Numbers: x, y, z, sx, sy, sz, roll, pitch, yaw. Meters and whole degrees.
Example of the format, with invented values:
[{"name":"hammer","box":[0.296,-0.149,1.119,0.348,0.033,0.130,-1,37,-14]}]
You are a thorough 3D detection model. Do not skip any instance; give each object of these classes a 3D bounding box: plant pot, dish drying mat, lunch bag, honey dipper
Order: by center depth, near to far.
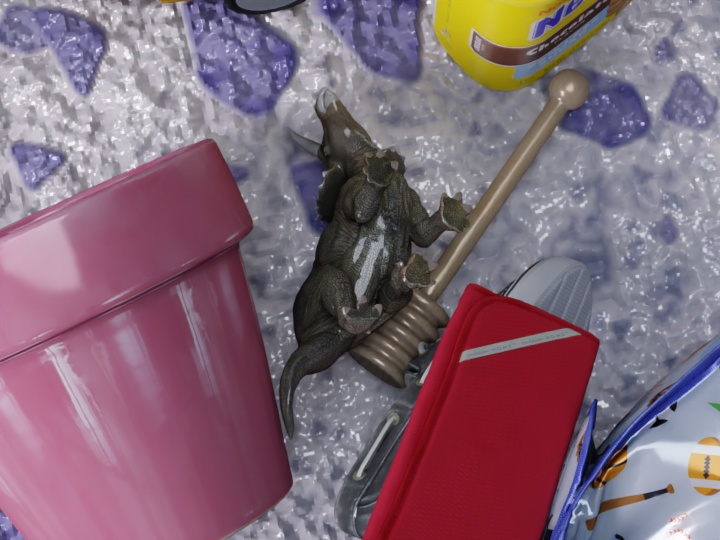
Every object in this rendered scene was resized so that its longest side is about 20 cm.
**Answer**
[{"name":"dish drying mat","box":[0.057,0.088,1.028,0.077,0.018,0.200,26,46,-2]},{"name":"lunch bag","box":[0.164,0.110,1.084,0.200,0.170,0.124,-39,79,-6]},{"name":"plant pot","box":[-0.127,0.054,1.095,0.200,0.200,0.179,-25,95,-4]},{"name":"honey dipper","box":[0.063,-0.028,1.179,0.038,0.038,0.200,33,80,6]}]

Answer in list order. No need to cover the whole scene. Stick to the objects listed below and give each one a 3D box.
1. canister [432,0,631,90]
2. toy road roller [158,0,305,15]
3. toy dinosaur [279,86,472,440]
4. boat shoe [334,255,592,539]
[{"name":"canister","box":[0.104,-0.177,1.123,0.148,0.200,0.087,-41,82,-7]},{"name":"toy road roller","box":[-0.091,-0.212,1.130,0.146,0.200,0.123,-10,72,-16]},{"name":"toy dinosaur","box":[0.000,0.000,1.138,0.077,0.102,0.200,15,72,-17]},{"name":"boat shoe","box":[0.051,0.061,1.129,0.071,0.072,0.200,11,46,34]}]
